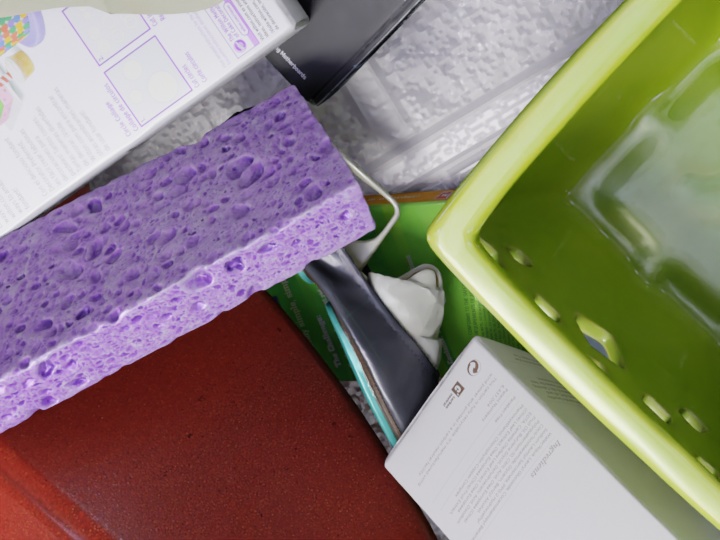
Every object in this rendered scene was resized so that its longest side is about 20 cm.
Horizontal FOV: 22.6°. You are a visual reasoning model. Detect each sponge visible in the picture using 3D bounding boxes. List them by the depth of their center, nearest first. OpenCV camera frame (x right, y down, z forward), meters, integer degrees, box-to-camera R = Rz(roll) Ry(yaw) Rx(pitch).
[{"bbox_3d":[-0.098,-0.007,0.818,0.198,0.112,0.030,-28,124,-2],"label":"sponge"}]

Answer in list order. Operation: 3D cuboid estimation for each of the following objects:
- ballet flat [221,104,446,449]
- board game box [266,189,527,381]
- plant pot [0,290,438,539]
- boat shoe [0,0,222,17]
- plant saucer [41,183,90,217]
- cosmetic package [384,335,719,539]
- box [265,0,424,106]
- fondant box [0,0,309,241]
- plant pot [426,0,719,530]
[{"bbox_3d":[0.000,0.000,0.896,0.073,0.073,0.201,-33,88,24],"label":"ballet flat"},{"bbox_3d":[-0.001,0.010,0.948,0.198,0.030,0.097,-4,106,16],"label":"board game box"},{"bbox_3d":[-0.075,0.159,0.883,0.176,0.199,0.201,36,131,23],"label":"plant pot"},{"bbox_3d":[-0.147,-0.155,0.795,0.197,0.063,0.071,3,149,8],"label":"boat shoe"},{"bbox_3d":[-0.231,-0.034,0.965,0.198,0.037,0.202,-11,101,35],"label":"plant saucer"},{"bbox_3d":[0.117,0.127,0.831,0.085,0.107,0.200,-54,50,13],"label":"cosmetic package"},{"bbox_3d":[-0.033,-0.207,0.874,0.200,0.044,0.160,47,115,-2],"label":"box"},{"bbox_3d":[-0.146,-0.121,0.860,0.199,0.058,0.145,-34,96,10],"label":"fondant box"},{"bbox_3d":[0.165,-0.027,0.785,0.200,0.181,0.199,44,99,0],"label":"plant pot"}]
